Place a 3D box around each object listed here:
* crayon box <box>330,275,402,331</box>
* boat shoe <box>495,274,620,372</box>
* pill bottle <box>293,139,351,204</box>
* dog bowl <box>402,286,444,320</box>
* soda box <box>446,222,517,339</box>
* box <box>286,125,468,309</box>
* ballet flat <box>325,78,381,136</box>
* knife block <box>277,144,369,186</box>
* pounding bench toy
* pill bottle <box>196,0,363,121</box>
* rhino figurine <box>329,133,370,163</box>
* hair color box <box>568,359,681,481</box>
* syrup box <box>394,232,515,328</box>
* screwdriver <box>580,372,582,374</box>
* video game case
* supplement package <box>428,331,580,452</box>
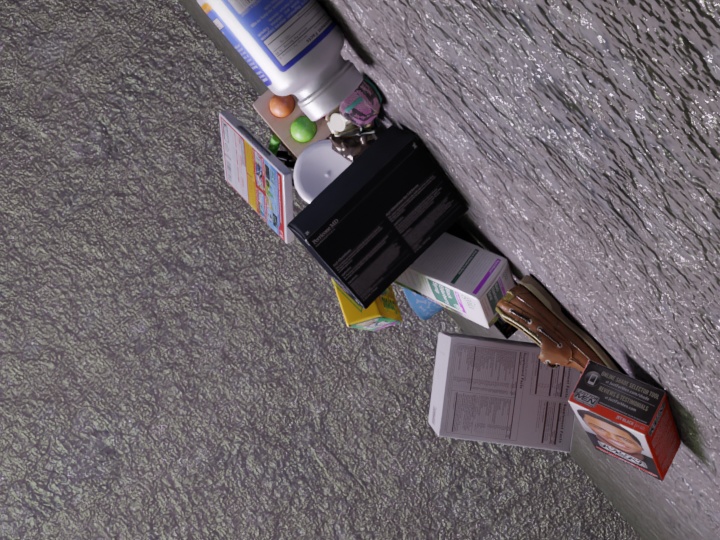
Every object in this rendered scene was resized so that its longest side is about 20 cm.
[{"bbox_3d":[0.000,0.000,1.463,0.200,0.058,0.173,23,-132,-77],"label":"crayon box"},{"bbox_3d":[0.264,0.100,1.282,0.200,0.068,0.072,47,176,20],"label":"boat shoe"},{"bbox_3d":[-0.030,-0.132,1.515,0.106,0.106,0.200,49,-176,12],"label":"pill bottle"},{"bbox_3d":[0.100,-0.016,1.667,0.111,0.049,0.201,16,-126,-65],"label":"dog bowl"},{"bbox_3d":[0.184,0.009,1.515,0.200,0.063,0.071,48,179,24],"label":"soda box"},{"bbox_3d":[0.024,-0.073,1.299,0.141,0.200,0.079,50,173,-32],"label":"box"},{"bbox_3d":[-0.012,-0.215,1.328,0.069,0.071,0.200,55,179,-2],"label":"ballet flat"},{"bbox_3d":[-0.058,-0.171,1.703,0.200,0.175,0.064,41,-138,-58],"label":"knife block"},{"bbox_3d":[-0.103,-0.217,1.541,0.124,0.200,0.156,49,180,13],"label":"pounding bench toy"},{"bbox_3d":[-0.090,-0.279,1.143,0.200,0.112,0.112,49,179,-17],"label":"pill bottle"},{"bbox_3d":[0.033,-0.144,1.375,0.200,0.060,0.087,31,176,-32],"label":"rhino figurine"},{"bbox_3d":[0.329,0.188,1.194,0.101,0.061,0.200,23,164,32],"label":"hair color box"},{"bbox_3d":[0.126,0.000,1.434,0.200,0.082,0.079,27,159,35],"label":"syrup box"},{"bbox_3d":[0.337,0.150,1.408,0.028,0.029,0.200,48,-177,-1],"label":"screwdriver"},{"bbox_3d":[-0.169,-0.154,1.572,0.200,0.017,0.143,45,148,36],"label":"video game case"},{"bbox_3d":[0.217,0.183,1.488,0.199,0.152,0.152,7,179,-2],"label":"supplement package"}]
